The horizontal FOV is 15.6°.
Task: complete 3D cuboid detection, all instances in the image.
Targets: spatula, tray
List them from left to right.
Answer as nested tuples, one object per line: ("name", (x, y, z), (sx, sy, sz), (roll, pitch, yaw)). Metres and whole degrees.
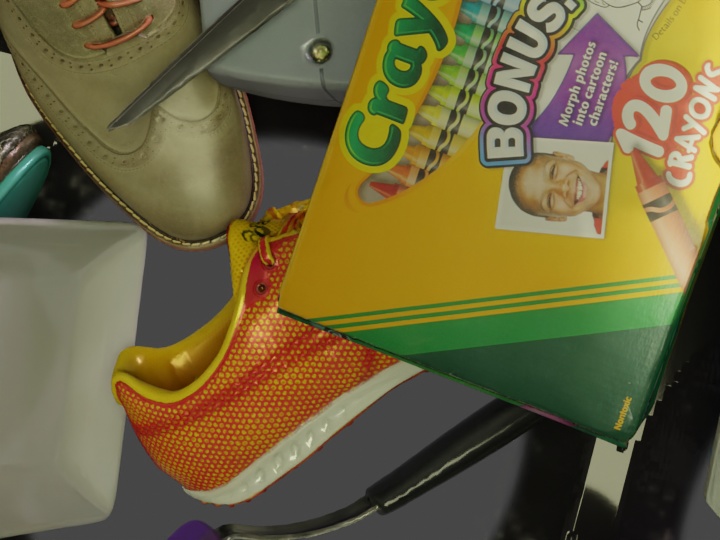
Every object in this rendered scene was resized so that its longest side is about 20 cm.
("tray", (-0.135, 0.035, 0.845), (0.022, 0.200, 0.108), (9, 94, 27))
("spatula", (-0.011, 0.083, 0.910), (0.199, 0.057, 0.021), (-26, 111, -12))

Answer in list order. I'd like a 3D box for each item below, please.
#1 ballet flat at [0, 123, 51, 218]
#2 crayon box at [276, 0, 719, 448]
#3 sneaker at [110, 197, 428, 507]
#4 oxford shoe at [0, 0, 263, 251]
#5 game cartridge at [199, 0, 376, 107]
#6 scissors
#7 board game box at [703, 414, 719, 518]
("ballet flat", (-0.175, 0.033, 0.899), (0.075, 0.068, 0.201), (23, 97, 9))
("crayon box", (0.063, -0.063, 0.803), (0.118, 0.058, 0.201), (20, 101, 10))
("sneaker", (0.000, 0.000, 0.882), (0.200, 0.073, 0.077), (-38, 103, 9))
("oxford shoe", (-0.095, -0.095, 0.882), (0.070, 0.075, 0.201), (-30, 95, 0))
("game cartridge", (0.041, -0.123, 0.867), (0.199, 0.042, 0.134), (-8, 83, 15))
("scissors", (-0.005, -0.115, 0.856), (0.199, 0.014, 0.073), (-25, 77, 12))
("board game box", (0.227, -0.002, 0.883), (0.199, 0.026, 0.201), (5, 115, -7))
